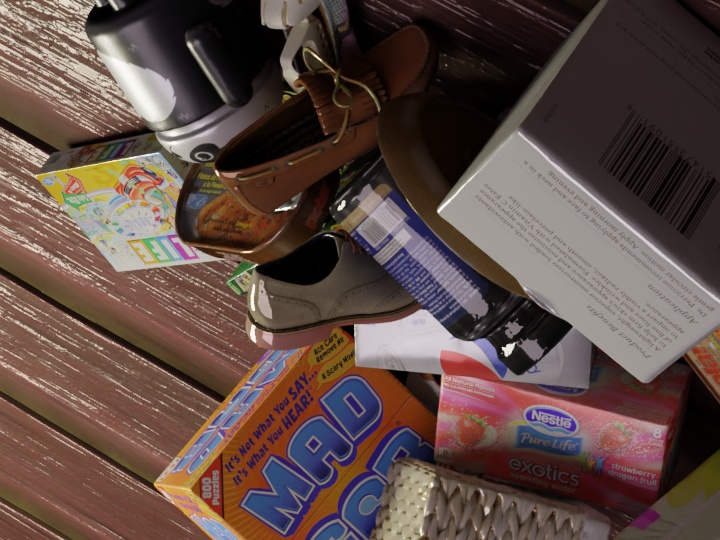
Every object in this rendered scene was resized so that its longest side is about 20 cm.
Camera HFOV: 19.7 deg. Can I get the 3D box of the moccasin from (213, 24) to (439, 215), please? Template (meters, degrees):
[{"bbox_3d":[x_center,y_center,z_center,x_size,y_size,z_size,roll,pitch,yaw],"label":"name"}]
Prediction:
[{"bbox_3d":[-0.027,-0.127,1.626,0.078,0.201,0.074,48,-166,-53],"label":"moccasin"}]

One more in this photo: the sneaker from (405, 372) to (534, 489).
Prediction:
[{"bbox_3d":[0.130,0.130,1.870,0.199,0.073,0.085,31,148,12],"label":"sneaker"}]

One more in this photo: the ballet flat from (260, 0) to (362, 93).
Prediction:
[{"bbox_3d":[-0.043,-0.195,1.647,0.069,0.071,0.201,14,139,37],"label":"ballet flat"}]

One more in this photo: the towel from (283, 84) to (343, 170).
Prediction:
[{"bbox_3d":[-0.106,-0.126,1.831,0.199,0.018,0.086,5,133,38],"label":"towel"}]

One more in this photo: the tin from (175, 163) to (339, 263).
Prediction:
[{"bbox_3d":[-0.088,-0.063,1.747,0.042,0.113,0.200,24,172,-33],"label":"tin"}]

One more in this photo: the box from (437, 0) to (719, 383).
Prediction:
[{"bbox_3d":[0.197,-0.068,1.469,0.199,0.200,0.131,39,144,-4],"label":"box"}]

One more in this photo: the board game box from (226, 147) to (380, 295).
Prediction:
[{"bbox_3d":[-0.036,-0.047,1.785,0.023,0.105,0.200,42,146,-14],"label":"board game box"}]

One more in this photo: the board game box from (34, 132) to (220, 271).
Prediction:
[{"bbox_3d":[-0.202,-0.064,1.960,0.199,0.034,0.135,-6,131,47],"label":"board game box"}]

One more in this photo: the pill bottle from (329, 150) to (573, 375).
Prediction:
[{"bbox_3d":[0.081,-0.017,1.620,0.200,0.112,0.112,45,145,-2],"label":"pill bottle"}]

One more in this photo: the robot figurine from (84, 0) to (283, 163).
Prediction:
[{"bbox_3d":[-0.148,-0.182,1.703,0.124,0.151,0.201,-23,116,21],"label":"robot figurine"}]

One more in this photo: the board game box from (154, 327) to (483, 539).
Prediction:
[{"bbox_3d":[-0.040,0.191,1.931,0.200,0.200,0.200,43,167,-8],"label":"board game box"}]

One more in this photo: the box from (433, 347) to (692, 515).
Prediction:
[{"bbox_3d":[0.172,0.121,1.762,0.199,0.095,0.103,14,124,15],"label":"box"}]

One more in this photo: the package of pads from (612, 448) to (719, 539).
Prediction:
[{"bbox_3d":[0.282,0.231,1.740,0.068,0.200,0.155,43,151,25],"label":"package of pads"}]

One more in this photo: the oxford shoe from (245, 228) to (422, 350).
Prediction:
[{"bbox_3d":[0.000,0.000,1.665,0.071,0.199,0.074,42,144,41],"label":"oxford shoe"}]

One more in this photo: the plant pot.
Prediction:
[{"bbox_3d":[0.097,-0.062,1.552,0.200,0.200,0.027,42,119,-7],"label":"plant pot"}]

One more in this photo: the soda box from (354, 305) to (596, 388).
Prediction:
[{"bbox_3d":[0.097,0.046,1.720,0.199,0.068,0.064,5,120,9],"label":"soda box"}]

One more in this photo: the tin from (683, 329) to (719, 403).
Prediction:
[{"bbox_3d":[0.312,0.059,1.660,0.112,0.042,0.200,-19,117,46],"label":"tin"}]

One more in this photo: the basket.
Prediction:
[{"bbox_3d":[0.094,0.272,1.749,0.160,0.199,0.200,16,177,-11],"label":"basket"}]

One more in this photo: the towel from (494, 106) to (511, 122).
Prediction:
[{"bbox_3d":[0.111,-0.050,1.721,0.146,0.030,0.200,46,142,-13],"label":"towel"}]
